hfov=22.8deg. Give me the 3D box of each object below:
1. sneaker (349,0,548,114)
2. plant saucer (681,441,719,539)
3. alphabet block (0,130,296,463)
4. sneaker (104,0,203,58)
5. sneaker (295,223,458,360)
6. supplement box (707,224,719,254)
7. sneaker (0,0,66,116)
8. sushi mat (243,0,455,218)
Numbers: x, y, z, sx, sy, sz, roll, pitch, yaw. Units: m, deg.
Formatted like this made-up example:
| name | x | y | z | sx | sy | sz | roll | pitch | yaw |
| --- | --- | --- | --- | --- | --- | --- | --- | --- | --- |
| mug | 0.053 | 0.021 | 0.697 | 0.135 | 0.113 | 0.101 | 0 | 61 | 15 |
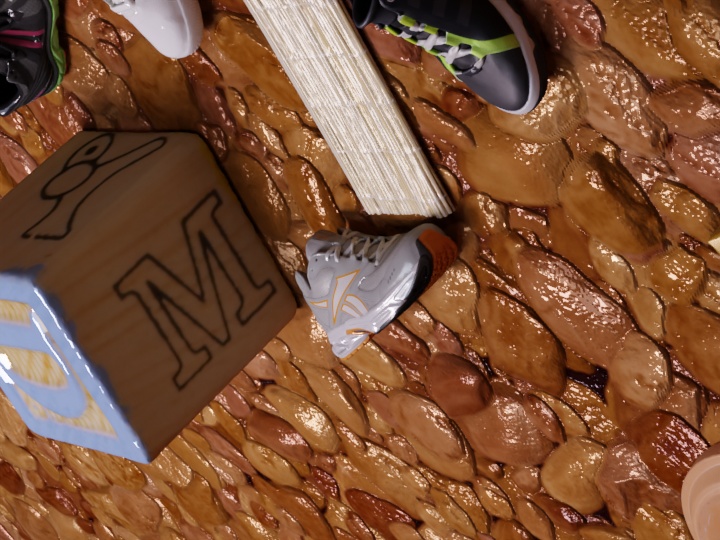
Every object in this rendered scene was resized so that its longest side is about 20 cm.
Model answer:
| name | x | y | z | sx | sy | sz | roll | pitch | yaw |
| --- | --- | --- | --- | --- | --- | --- | --- | --- | --- |
| sneaker | 0.029 | -0.163 | 1.101 | 0.200 | 0.083 | 0.072 | 48 | 151 | -6 |
| plant saucer | 0.313 | 0.203 | 1.259 | 0.200 | 0.032 | 0.201 | 32 | 148 | 23 |
| alphabet block | -0.210 | 0.016 | 1.508 | 0.195 | 0.200 | 0.197 | 8 | 134 | 48 |
| sneaker | -0.194 | -0.227 | 1.295 | 0.075 | 0.089 | 0.201 | -4 | 126 | 51 |
| sneaker | 0.000 | 0.000 | 1.358 | 0.092 | 0.076 | 0.200 | 49 | 150 | 1 |
| supplement box | 0.309 | -0.019 | 0.815 | 0.200 | 0.197 | 0.133 | 48 | 150 | -4 |
| sneaker | -0.293 | -0.197 | 1.450 | 0.076 | 0.084 | 0.201 | 29 | 152 | 24 |
| sushi mat | -0.009 | -0.121 | 1.274 | 0.095 | 0.012 | 0.201 | 3 | 131 | 51 |
